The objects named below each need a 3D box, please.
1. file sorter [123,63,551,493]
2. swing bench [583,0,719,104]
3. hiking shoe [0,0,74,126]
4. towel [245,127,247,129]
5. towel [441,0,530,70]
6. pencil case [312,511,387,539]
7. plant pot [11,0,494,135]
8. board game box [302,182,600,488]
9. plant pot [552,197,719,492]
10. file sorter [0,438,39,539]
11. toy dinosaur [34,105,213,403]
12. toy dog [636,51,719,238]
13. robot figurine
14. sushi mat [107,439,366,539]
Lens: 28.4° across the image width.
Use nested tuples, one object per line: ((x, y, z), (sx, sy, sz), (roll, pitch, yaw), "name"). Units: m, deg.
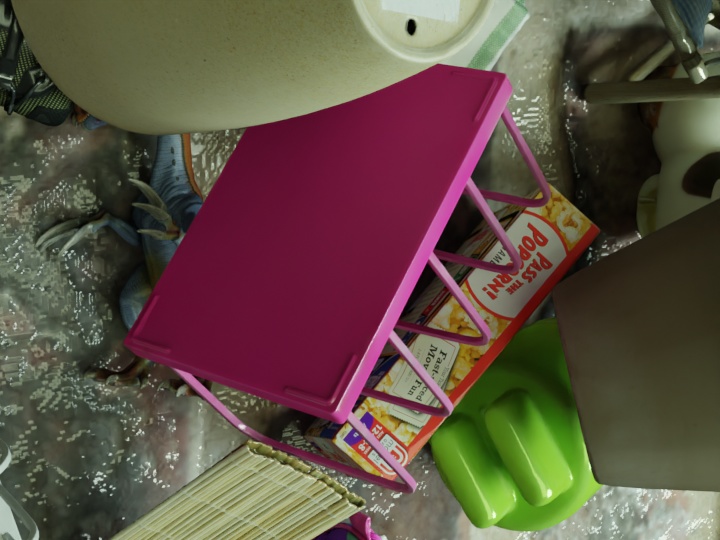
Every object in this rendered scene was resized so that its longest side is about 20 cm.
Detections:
((0.000, 0.000, 0.776), (0.200, 0.139, 0.125), (-62, 144, -19), "file sorter")
((0.207, -0.202, 0.888), (0.130, 0.200, 0.199), (-41, 121, -15), "swing bench")
((-0.193, -0.112, 0.725), (0.200, 0.076, 0.101), (-29, 99, -9), "hiking shoe")
((-0.036, -0.183, 0.818), (0.148, 0.036, 0.200), (39, 86, -32), "towel")
((0.005, -0.161, 0.880), (0.200, 0.031, 0.149), (35, 84, -33), "towel")
((0.029, 0.254, 0.984), (0.088, 0.088, 0.200), (-47, 124, -11), "pencil case")
((-0.035, -0.148, 0.667), (0.187, 0.200, 0.188), (-11, 106, -40), "plant pot")
((0.051, 0.043, 0.894), (0.046, 0.151, 0.200), (41, 81, -3), "board game box")
((0.204, 0.045, 0.803), (0.173, 0.200, 0.201), (-12, 115, 9), "plant pot")
((-0.246, 0.149, 0.760), (0.138, 0.124, 0.201), (-24, 115, -24), "file sorter")
((-0.119, -0.020, 0.841), (0.200, 0.105, 0.182), (6, 92, -66), "toy dinosaur")
((0.245, -0.054, 0.987), (0.194, 0.139, 0.201), (40, 48, -52), "toy dog")
((0.122, 0.099, 0.949), (0.116, 0.175, 0.200), (61, 32, 2), "robot figurine")
((-0.096, 0.166, 0.850), (0.096, 0.012, 0.200), (32, 126, -32), "sushi mat")
